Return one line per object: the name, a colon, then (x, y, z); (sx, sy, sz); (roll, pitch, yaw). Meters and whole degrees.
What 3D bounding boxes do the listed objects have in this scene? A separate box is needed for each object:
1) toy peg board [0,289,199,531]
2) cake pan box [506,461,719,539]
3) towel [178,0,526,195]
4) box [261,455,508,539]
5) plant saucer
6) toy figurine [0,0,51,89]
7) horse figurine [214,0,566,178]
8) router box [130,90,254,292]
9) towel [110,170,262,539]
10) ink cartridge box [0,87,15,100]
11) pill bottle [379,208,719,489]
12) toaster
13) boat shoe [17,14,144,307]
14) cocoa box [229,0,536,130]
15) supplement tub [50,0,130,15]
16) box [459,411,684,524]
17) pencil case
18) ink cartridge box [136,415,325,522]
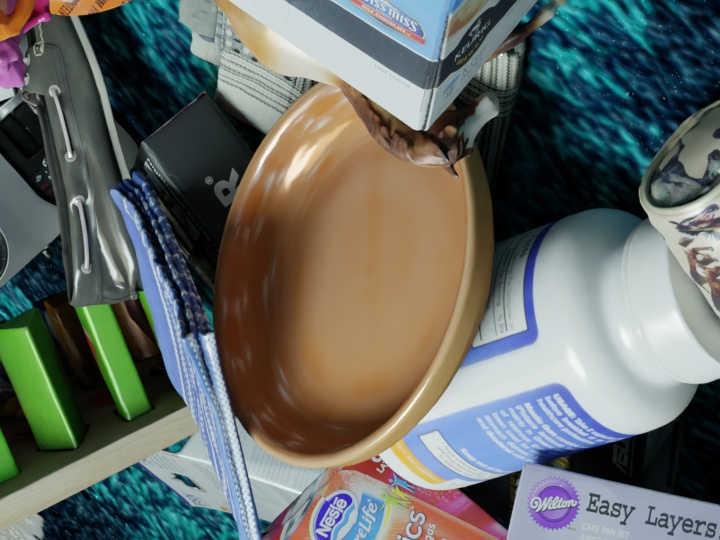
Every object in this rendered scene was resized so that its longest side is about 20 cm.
toy peg board: (-0.186, 0.053, 1.580); (0.199, 0.199, 0.098); (25, 138, 65)
cake pan box: (0.173, 0.148, 1.334); (0.199, 0.053, 0.184); (11, 170, 12)
towel: (-0.011, -0.109, 1.339); (0.200, 0.035, 0.193); (35, 154, 13)
box: (0.015, 0.178, 1.435); (0.100, 0.095, 0.200); (39, 161, 18)
plant saucer: (0.000, 0.000, 1.294); (0.037, 0.202, 0.200); (15, 173, -38)
toy figurine: (-0.173, -0.149, 1.131); (0.184, 0.149, 0.201); (78, 166, -58)
horse figurine: (-0.001, -0.121, 1.192); (0.199, 0.133, 0.050); (29, 154, 23)
router box: (-0.049, 0.004, 1.472); (0.200, 0.051, 0.149); (51, 170, 0)
towel: (-0.092, 0.048, 1.382); (0.200, 0.024, 0.146); (-119, 14, -60)
ink cartridge box: (-0.267, -0.190, 1.439); (0.200, 0.083, 0.146); (81, 164, -54)
pill bottle: (0.099, 0.034, 1.294); (0.199, 0.112, 0.112); (-20, 118, 40)
toaster: (-0.255, -0.039, 1.616); (0.119, 0.181, 0.200); (51, 154, -9)
boat shoe: (-0.167, -0.076, 1.481); (0.067, 0.057, 0.201); (163, 88, -79)
cocoa box: (-0.009, -0.186, 1.099); (0.200, 0.133, 0.131); (35, 153, 12)
supplement tub: (-0.156, -0.227, 1.248); (0.122, 0.123, 0.201); (20, 147, 36)
box: (0.102, 0.084, 1.472); (0.158, 0.048, 0.200); (30, 152, 20)
pencil case: (0.201, 0.012, 1.190); (0.200, 0.078, 0.089); (54, 167, -25)
ink cartridge box: (-0.036, 0.136, 1.638); (0.199, 0.041, 0.200); (15, 167, 14)
